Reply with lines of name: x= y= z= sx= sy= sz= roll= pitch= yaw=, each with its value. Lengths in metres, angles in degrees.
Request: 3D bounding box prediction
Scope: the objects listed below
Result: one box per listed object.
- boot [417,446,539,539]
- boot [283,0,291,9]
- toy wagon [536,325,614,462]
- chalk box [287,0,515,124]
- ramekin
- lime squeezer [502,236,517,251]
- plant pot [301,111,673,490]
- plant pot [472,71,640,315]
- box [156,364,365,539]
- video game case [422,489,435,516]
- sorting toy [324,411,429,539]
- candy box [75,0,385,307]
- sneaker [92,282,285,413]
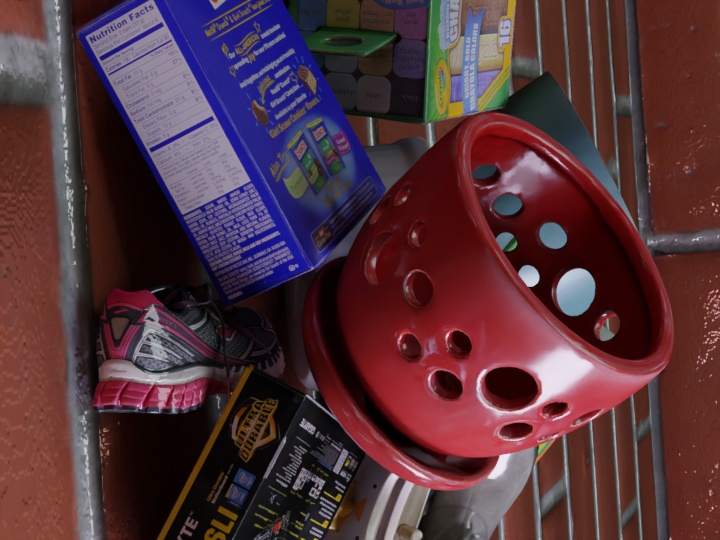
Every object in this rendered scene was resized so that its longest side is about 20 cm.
boot: x=0.078 y=0.205 z=1.361 sx=0.131 sy=0.067 sz=0.201 roll=-65 pitch=177 yaw=-57
boot: x=-0.045 y=-0.186 z=1.404 sx=0.200 sy=0.077 sz=0.140 roll=-23 pitch=113 yaw=-58
toy wagon: x=0.138 y=0.130 z=1.467 sx=0.200 sy=0.039 sz=0.155 roll=-50 pitch=165 yaw=-11
chalk box: x=0.022 y=-0.180 z=1.328 sx=0.200 sy=0.124 sz=0.125 roll=-17 pitch=113 yaw=-62
ramekin: x=0.000 y=0.000 z=1.345 sx=0.200 sy=0.097 sz=0.202 roll=178 pitch=-90 yaw=-80
lime squeezer: x=0.085 y=0.051 z=1.370 sx=0.038 sy=0.070 sz=0.201 roll=-115 pitch=-148 yaw=-50
plant pot: x=0.072 y=0.027 z=1.146 sx=0.200 sy=0.182 sz=0.201 roll=35 pitch=34 yaw=-29
plant pot: x=0.128 y=-0.035 z=1.452 sx=0.202 sy=0.160 sz=0.201 roll=62 pitch=4 yaw=-7
box: x=-0.066 y=0.160 z=1.160 sx=0.160 sy=0.049 sz=0.200 roll=-62 pitch=162 yaw=-7
video game case: x=0.065 y=0.202 z=1.518 sx=0.182 sy=0.023 sz=0.201 roll=-45 pitch=156 yaw=-33
sorting toy: x=0.015 y=0.178 z=1.285 sx=0.180 sy=0.106 sz=0.201 roll=162 pitch=-52 yaw=-75
candy box: x=-0.080 y=-0.101 z=1.157 sx=0.201 sy=0.077 sz=0.169 roll=62 pitch=24 yaw=-9
sneaker: x=-0.103 y=0.043 z=1.136 sx=0.200 sy=0.080 sz=0.075 roll=-14 pitch=104 yaw=-72
